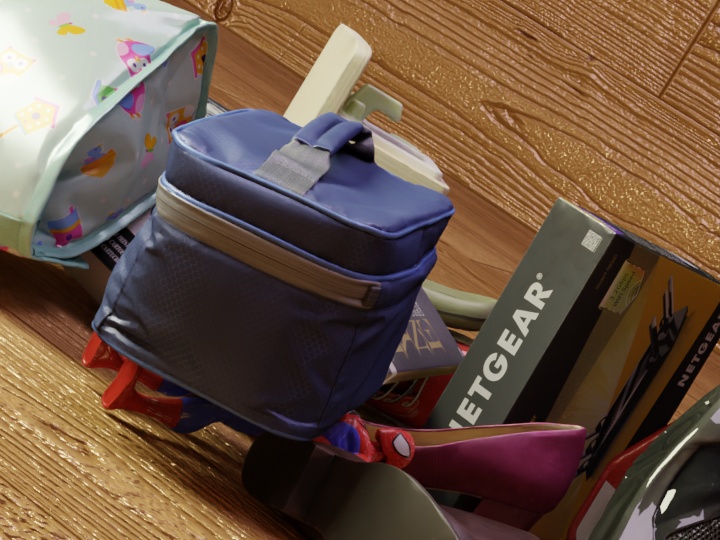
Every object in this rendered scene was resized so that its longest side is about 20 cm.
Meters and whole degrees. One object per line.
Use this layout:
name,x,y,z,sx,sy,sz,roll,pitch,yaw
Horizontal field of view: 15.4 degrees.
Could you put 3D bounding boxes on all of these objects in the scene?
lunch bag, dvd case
lunch bag,-0.200,-0.085,1.493,0.170,0.122,0.200,23,42,17
lunch bag,-0.034,-0.011,1.360,0.136,0.133,0.200,27,14,8
dvd case,0.000,0.000,1.610,0.149,0.016,0.200,58,14,9

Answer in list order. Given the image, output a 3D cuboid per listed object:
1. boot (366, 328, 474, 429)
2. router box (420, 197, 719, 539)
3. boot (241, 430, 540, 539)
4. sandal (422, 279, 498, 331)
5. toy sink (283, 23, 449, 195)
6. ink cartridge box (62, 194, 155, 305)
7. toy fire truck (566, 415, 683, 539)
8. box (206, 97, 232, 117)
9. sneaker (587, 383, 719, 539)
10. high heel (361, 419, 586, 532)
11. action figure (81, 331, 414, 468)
boot,0.020,0.070,1.700,0.200,0.073,0.144,23,8,-5
router box,0.128,0.070,1.608,0.052,0.200,0.157,36,9,39
boot,0.058,0.153,1.335,0.200,0.064,0.186,31,4,-39
sandal,0.002,-0.012,1.747,0.200,0.057,0.080,17,10,-15
toy sink,-0.012,-0.057,1.892,0.112,0.200,0.130,29,7,-12
ink cartridge box,-0.120,-0.019,1.547,0.200,0.094,0.044,43,-31,36
toy fire truck,0.234,0.161,1.564,0.200,0.168,0.112,32,7,5
box,-0.159,-0.084,1.850,0.182,0.104,0.200,31,7,-12
sneaker,0.193,0.154,1.480,0.114,0.200,0.076,39,-34,-7
high heel,0.027,0.086,1.500,0.200,0.096,0.067,31,9,-7
action figure,-0.049,0.072,1.409,0.200,0.052,0.065,24,16,-36
